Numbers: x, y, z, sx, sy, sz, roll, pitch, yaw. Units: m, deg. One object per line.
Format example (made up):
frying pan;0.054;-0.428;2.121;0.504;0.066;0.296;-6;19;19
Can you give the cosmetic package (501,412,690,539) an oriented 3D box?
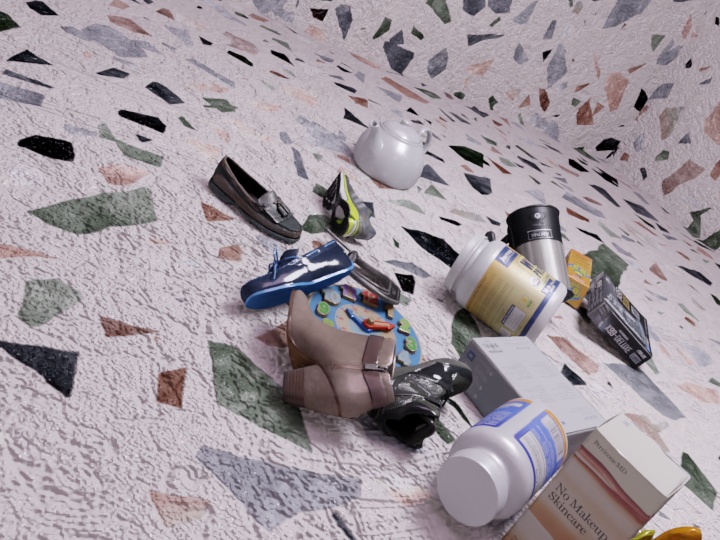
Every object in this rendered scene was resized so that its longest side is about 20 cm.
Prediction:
cosmetic package;0.265;0.276;0.787;0.086;0.202;0.103;-4;39;-49

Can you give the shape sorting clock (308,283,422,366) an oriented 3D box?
shape sorting clock;0.008;0.089;1.041;0.197;0.040;0.201;23;27;-12

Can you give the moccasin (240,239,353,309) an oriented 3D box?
moccasin;-0.101;0.003;1.018;0.198;0.080;0.069;-17;74;-45

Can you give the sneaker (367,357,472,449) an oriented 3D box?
sneaker;0.092;0.182;0.926;0.196;0.077;0.115;1;39;-39

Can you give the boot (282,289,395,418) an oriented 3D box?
boot;-0.025;0.103;0.888;0.143;0.071;0.203;-4;49;2

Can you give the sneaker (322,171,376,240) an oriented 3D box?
sneaker;-0.022;-0.123;1.364;0.080;0.074;0.202;25;31;-29

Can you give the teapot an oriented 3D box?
teapot;0.088;-0.308;1.698;0.194;0.148;0.201;23;26;-12

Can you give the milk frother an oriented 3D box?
milk frother;0.364;-0.010;1.485;0.200;0.177;0.192;39;44;-59

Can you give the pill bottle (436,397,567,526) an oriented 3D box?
pill bottle;0.178;0.242;0.862;0.112;0.113;0.198;41;29;24

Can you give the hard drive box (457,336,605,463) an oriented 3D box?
hard drive box;0.260;0.198;1.059;0.154;0.078;0.201;4;36;-41

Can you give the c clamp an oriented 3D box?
c clamp;0.000;0.000;1.167;0.170;0.027;0.200;36;9;-7

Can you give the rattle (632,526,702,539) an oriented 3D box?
rattle;0.347;0.303;0.903;0.127;0.145;0.201;10;32;5

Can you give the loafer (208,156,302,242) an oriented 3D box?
loafer;-0.181;-0.126;1.200;0.198;0.064;0.072;34;27;9

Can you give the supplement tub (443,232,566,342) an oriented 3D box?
supplement tub;0.267;0.036;1.276;0.199;0.146;0.144;36;27;14

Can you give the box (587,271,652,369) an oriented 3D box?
box;0.576;0.106;1.525;0.158;0.050;0.200;48;27;-2

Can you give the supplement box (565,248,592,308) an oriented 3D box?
supplement box;0.515;0.017;1.649;0.066;0.070;0.200;29;29;7
